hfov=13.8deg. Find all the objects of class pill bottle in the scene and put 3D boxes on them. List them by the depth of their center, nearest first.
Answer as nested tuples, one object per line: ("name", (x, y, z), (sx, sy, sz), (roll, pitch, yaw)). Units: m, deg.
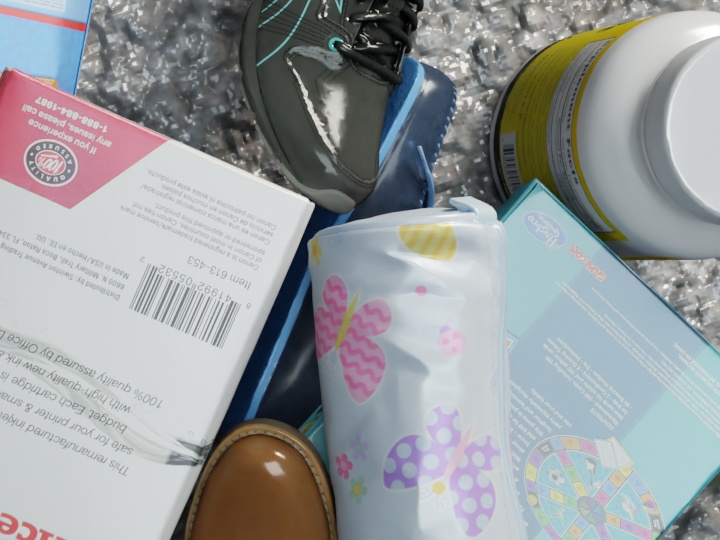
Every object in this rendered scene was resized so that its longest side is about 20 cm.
("pill bottle", (0.139, -0.059, 1.346), (0.111, 0.200, 0.112), (0, 91, -16))

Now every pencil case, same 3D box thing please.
("pencil case", (0.029, 0.072, 1.259), (0.083, 0.091, 0.200), (-3, 84, -50))

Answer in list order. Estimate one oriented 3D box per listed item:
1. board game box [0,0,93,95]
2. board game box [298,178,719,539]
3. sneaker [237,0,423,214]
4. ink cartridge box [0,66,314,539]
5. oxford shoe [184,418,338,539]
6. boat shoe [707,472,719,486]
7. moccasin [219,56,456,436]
("board game box", (-0.206, -0.067, 1.335), (0.151, 0.037, 0.200), (11, 87, -15))
("board game box", (0.063, 0.083, 1.333), (0.151, 0.047, 0.200), (43, 83, -3))
("sneaker", (-0.007, -0.123, 1.329), (0.075, 0.079, 0.200), (26, 53, -48))
("ink cartridge box", (-0.125, 0.033, 1.284), (0.145, 0.084, 0.200), (24, 89, -2))
("oxford shoe", (-0.053, 0.163, 1.276), (0.071, 0.071, 0.200), (12, 106, 10))
("boat shoe", (0.112, 0.065, 1.407), (0.200, 0.071, 0.063), (4, 78, -11))
("moccasin", (0.000, 0.000, 1.381), (0.068, 0.080, 0.200), (23, 98, -19))
